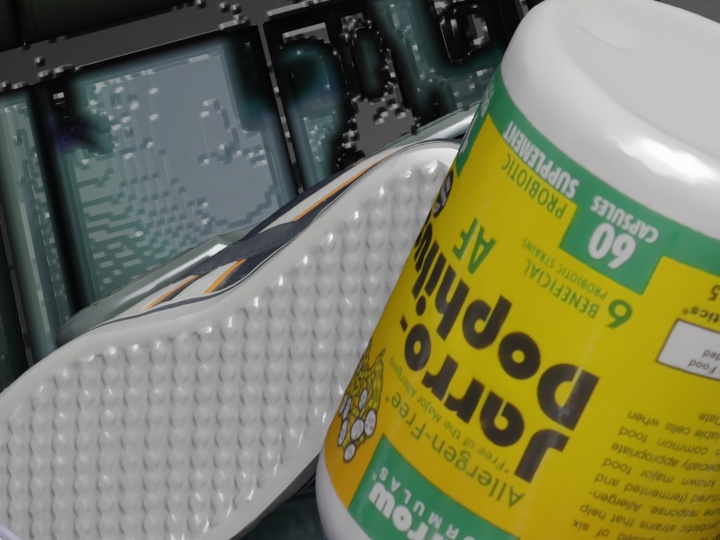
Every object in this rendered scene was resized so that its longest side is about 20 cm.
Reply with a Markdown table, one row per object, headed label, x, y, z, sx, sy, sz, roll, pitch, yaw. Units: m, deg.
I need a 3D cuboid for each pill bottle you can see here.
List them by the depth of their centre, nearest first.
| label | x | y | z | sx | sy | sz | roll | pitch | yaw |
| --- | --- | --- | --- | --- | --- | --- | --- | --- | --- |
| pill bottle | 0.054 | 0.038 | 0.721 | 0.113 | 0.113 | 0.201 | 33 | 117 | 17 |

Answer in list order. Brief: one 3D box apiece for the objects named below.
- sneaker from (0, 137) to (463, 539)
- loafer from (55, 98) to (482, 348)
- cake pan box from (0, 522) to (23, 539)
| label | x | y | z | sx | sy | sz | roll | pitch | yaw |
| --- | --- | --- | --- | --- | --- | --- | --- | --- | --- |
| sneaker | -0.031 | 0.030 | 0.820 | 0.199 | 0.079 | 0.079 | -31 | 92 | 10 |
| loafer | 0.000 | 0.000 | 0.886 | 0.199 | 0.072 | 0.063 | -27 | 87 | 3 |
| cake pan box | -0.129 | 0.101 | 0.784 | 0.184 | 0.200 | 0.052 | 37 | 73 | 18 |
